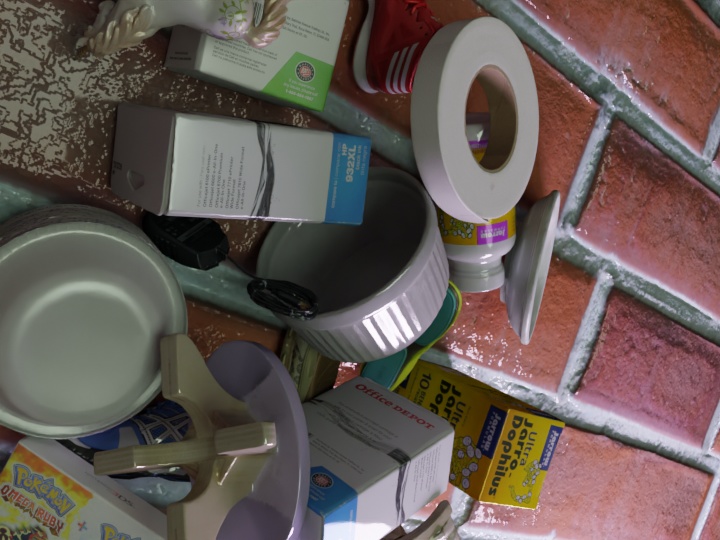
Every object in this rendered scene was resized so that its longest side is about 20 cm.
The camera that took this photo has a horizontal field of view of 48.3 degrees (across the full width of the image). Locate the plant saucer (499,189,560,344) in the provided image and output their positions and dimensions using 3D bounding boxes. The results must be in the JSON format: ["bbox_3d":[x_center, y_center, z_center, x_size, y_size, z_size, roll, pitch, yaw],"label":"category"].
[{"bbox_3d":[0.217,-0.008,1.049,0.200,0.049,0.204,12,90,-75],"label":"plant saucer"}]

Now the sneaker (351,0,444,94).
[{"bbox_3d":[0.060,-0.286,0.847,0.077,0.114,0.204,-10,112,-44],"label":"sneaker"}]

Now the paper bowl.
[{"bbox_3d":[-0.250,0.052,0.703,0.197,0.104,0.205,-10,112,-25],"label":"paper bowl"}]

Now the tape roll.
[{"bbox_3d":[0.123,-0.154,0.830,0.201,0.037,0.208,-8,100,-50],"label":"tape roll"}]

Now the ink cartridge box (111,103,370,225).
[{"bbox_3d":[-0.112,-0.098,0.747,0.197,0.144,0.086,1,102,-36],"label":"ink cartridge box"}]

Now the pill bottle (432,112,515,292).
[{"bbox_3d":[0.135,-0.081,0.969,0.103,0.104,0.204,-17,111,-31],"label":"pill bottle"}]

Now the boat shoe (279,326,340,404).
[{"bbox_3d":[-0.078,0.161,0.911,0.073,0.062,0.204,12,98,-63],"label":"boat shoe"}]

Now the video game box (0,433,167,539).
[{"bbox_3d":[-0.260,0.276,0.720,0.198,0.047,0.184,32,93,0],"label":"video game box"}]

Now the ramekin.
[{"bbox_3d":[0.000,0.000,0.837,0.201,0.199,0.106,-48,133,-16],"label":"ramekin"}]

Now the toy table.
[{"bbox_3d":[-0.124,0.157,0.694,0.117,0.182,0.203,20,48,-60],"label":"toy table"}]

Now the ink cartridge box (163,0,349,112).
[{"bbox_3d":[-0.088,-0.271,0.768,0.144,0.083,0.204,10,96,-38],"label":"ink cartridge box"}]

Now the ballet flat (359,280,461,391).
[{"bbox_3d":[0.059,0.067,0.932,0.067,0.067,0.201,-43,169,-52],"label":"ballet flat"}]

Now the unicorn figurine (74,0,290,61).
[{"bbox_3d":[-0.153,-0.234,0.665,0.074,0.196,0.140,7,96,-80],"label":"unicorn figurine"}]

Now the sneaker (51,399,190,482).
[{"bbox_3d":[-0.216,0.169,0.807,0.197,0.075,0.079,15,68,-36],"label":"sneaker"}]

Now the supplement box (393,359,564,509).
[{"bbox_3d":[0.127,0.192,0.973,0.108,0.199,0.111,18,91,-38],"label":"supplement box"}]

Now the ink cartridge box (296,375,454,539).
[{"bbox_3d":[-0.019,0.202,0.824,0.198,0.144,0.085,-20,122,-44],"label":"ink cartridge box"}]

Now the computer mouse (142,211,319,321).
[{"bbox_3d":[-0.126,-0.003,0.764,0.059,0.198,0.034,-39,156,-51],"label":"computer mouse"}]

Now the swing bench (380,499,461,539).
[{"bbox_3d":[0.033,0.341,0.943,0.129,0.199,0.201,-36,120,-23],"label":"swing bench"}]
